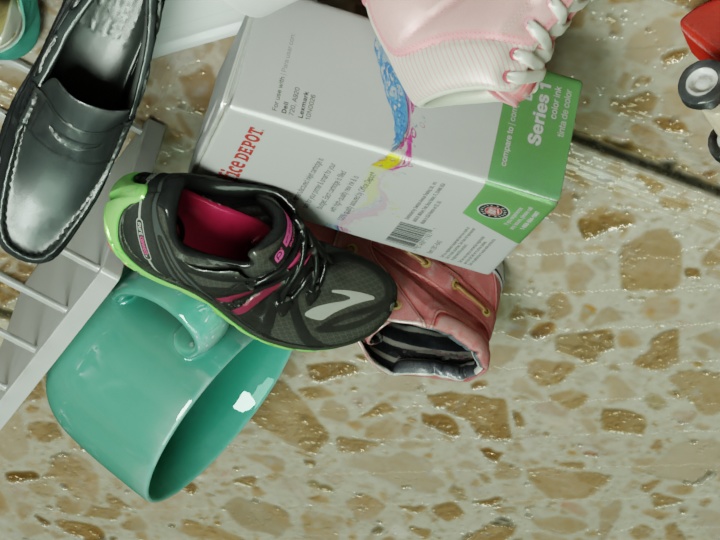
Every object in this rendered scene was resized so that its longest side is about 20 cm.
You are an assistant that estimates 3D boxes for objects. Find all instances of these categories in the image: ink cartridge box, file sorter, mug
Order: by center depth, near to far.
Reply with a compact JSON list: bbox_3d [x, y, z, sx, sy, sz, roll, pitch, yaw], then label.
[{"bbox_3d":[0.011,-0.080,1.374,0.200,0.084,0.145,16,160,-8],"label":"ink cartridge box"},{"bbox_3d":[-0.234,-0.015,1.481,0.124,0.139,0.200,28,134,-15],"label":"file sorter"},{"bbox_3d":[-0.126,0.047,1.518,0.114,0.152,0.185,38,122,14],"label":"mug"}]

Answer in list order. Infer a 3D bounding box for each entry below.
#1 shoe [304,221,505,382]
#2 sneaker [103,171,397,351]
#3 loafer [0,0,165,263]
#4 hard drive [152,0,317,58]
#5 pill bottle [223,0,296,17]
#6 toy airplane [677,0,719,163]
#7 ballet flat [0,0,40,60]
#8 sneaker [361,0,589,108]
[{"bbox_3d":[0.000,0.000,1.488,0.200,0.091,0.072,23,135,-15],"label":"shoe"},{"bbox_3d":[-0.057,-0.004,1.391,0.200,0.077,0.084,20,161,-31],"label":"sneaker"},{"bbox_3d":[-0.162,-0.096,1.328,0.068,0.070,0.201,20,101,-14],"label":"loafer"},{"bbox_3d":[-0.125,-0.212,1.335,0.132,0.027,0.200,-13,133,22],"label":"hard drive"},{"bbox_3d":[0.003,-0.220,1.229,0.200,0.114,0.113,-28,126,26],"label":"pill bottle"},{"bbox_3d":[0.292,-0.110,1.289,0.199,0.141,0.200,34,166,-8],"label":"toy airplane"},{"bbox_3d":[-0.228,-0.169,1.345,0.067,0.071,0.200,-4,145,1],"label":"ballet flat"},{"bbox_3d":[0.104,-0.150,1.279,0.200,0.105,0.075,-20,170,10],"label":"sneaker"}]
